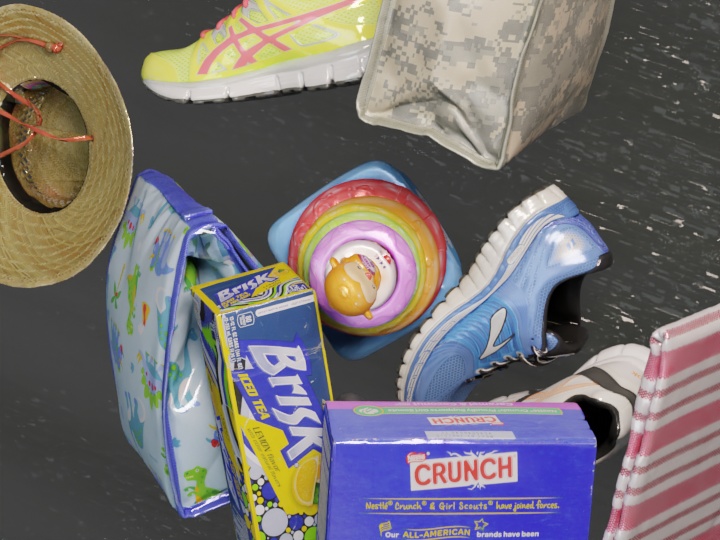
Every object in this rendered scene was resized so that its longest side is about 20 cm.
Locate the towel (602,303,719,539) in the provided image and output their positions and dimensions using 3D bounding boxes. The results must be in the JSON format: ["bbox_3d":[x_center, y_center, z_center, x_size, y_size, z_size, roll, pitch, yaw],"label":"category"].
[{"bbox_3d":[0.206,0.107,1.487,0.030,0.146,0.200,27,118,33],"label":"towel"}]

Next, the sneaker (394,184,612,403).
[{"bbox_3d":[0.097,0.042,1.564,0.089,0.079,0.200,42,121,13],"label":"sneaker"}]

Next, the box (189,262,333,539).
[{"bbox_3d":[-0.055,0.102,1.517,0.064,0.070,0.200,-139,37,-63],"label":"box"}]

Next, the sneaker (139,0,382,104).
[{"bbox_3d":[-0.061,-0.162,1.592,0.200,0.078,0.090,-7,95,24],"label":"sneaker"}]

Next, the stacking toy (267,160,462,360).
[{"bbox_3d":[0.000,0.000,1.518,0.110,0.200,0.116,-32,93,7],"label":"stacking toy"}]

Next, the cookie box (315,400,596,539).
[{"bbox_3d":[0.056,0.187,1.494,0.171,0.075,0.200,1,108,-8],"label":"cookie box"}]

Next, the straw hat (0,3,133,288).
[{"bbox_3d":[-0.217,-0.090,1.688,0.201,0.085,0.201,2,94,29],"label":"straw hat"}]

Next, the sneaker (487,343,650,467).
[{"bbox_3d":[0.117,0.115,1.577,0.200,0.080,0.074,-37,89,34],"label":"sneaker"}]

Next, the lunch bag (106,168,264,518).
[{"bbox_3d":[-0.109,0.041,1.608,0.170,0.127,0.200,-144,40,-65],"label":"lunch bag"}]

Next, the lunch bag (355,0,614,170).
[{"bbox_3d":[0.091,-0.184,1.440,0.117,0.164,0.200,22,115,17],"label":"lunch bag"}]

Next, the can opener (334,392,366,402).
[{"bbox_3d":[0.041,0.173,1.605,0.053,0.067,0.200,-41,69,9],"label":"can opener"}]
